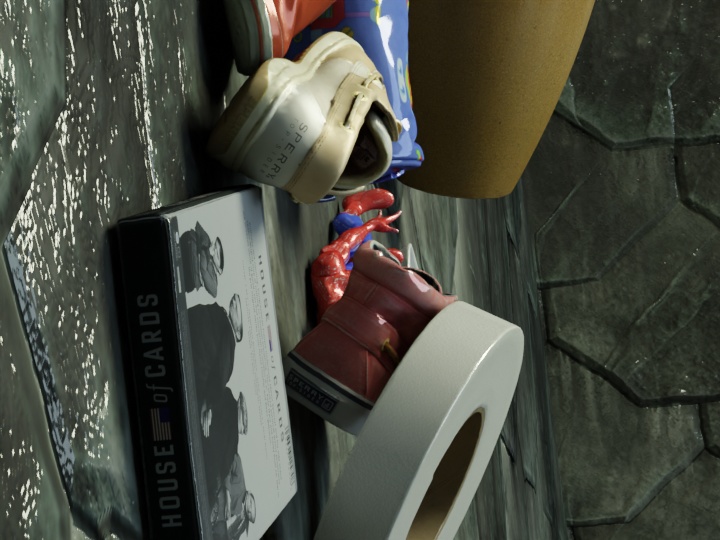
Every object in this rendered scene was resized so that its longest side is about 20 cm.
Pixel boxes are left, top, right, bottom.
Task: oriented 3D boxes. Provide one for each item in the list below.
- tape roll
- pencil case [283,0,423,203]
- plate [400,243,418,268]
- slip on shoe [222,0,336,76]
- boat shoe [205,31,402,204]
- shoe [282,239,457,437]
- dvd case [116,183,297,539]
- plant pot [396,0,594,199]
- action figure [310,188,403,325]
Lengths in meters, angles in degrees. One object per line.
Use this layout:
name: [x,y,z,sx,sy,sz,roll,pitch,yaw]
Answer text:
tape roll: [0.026,0.113,1.083,0.203,0.037,0.203,-58,165,-26]
pencil case: [-0.007,-0.142,1.185,0.087,0.078,0.200,11,73,-64]
plate: [0.037,0.115,1.497,0.200,0.032,0.200,74,14,-53]
slip on shoe: [-0.036,-0.157,1.060,0.200,0.061,0.074,-76,161,-63]
boat shoe: [-0.017,-0.067,1.018,0.074,0.069,0.200,-55,176,18]
shoe: [0.017,0.043,1.136,0.091,0.071,0.200,-56,166,0]
dvd case: [-0.061,0.044,0.877,0.200,0.025,0.150,-38,122,-81]
plant pot: [0.085,-0.162,1.582,0.186,0.186,0.200,-68,165,-73]
action figure: [0.000,0.000,1.267,0.200,0.052,0.065,-63,150,-70]
